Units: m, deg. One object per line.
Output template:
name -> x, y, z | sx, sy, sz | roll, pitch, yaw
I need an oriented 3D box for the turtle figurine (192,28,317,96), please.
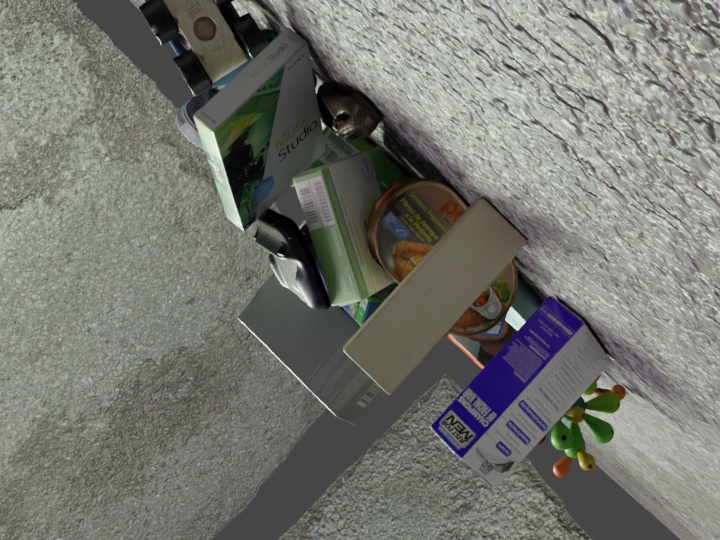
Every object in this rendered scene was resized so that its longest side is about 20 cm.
turtle figurine -> -0.127, -0.229, 1.383 | 0.148, 0.102, 0.199 | 25, 167, -19

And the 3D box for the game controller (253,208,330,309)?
game controller -> -0.077, -0.014, 1.277 | 0.105, 0.042, 0.200 | 58, 172, -15

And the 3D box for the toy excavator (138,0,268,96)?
toy excavator -> -0.195, -0.300, 1.270 | 0.196, 0.099, 0.200 | 58, 178, -15

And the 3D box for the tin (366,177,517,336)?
tin -> 0.089, -0.015, 1.227 | 0.200, 0.112, 0.042 | 45, 179, -25

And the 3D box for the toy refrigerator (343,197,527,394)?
toy refrigerator -> 0.074, 0.027, 1.124 | 0.070, 0.200, 0.076 | 42, 178, 0

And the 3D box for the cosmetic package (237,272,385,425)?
cosmetic package -> -0.051, 0.091, 1.461 | 0.200, 0.107, 0.090 | 44, -178, 26

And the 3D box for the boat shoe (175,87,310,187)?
boat shoe -> -0.121, -0.160, 1.330 | 0.199, 0.068, 0.073 | 24, -140, -42

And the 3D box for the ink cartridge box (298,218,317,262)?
ink cartridge box -> 0.000, 0.000, 1.438 | 0.200, 0.100, 0.039 | 41, 178, -31

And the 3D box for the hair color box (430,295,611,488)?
hair color box -> 0.181, 0.138, 1.272 | 0.065, 0.200, 0.109 | 40, 178, 39

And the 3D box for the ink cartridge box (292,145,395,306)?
ink cartridge box -> 0.013, -0.059, 1.270 | 0.199, 0.047, 0.148 | -28, -78, -54

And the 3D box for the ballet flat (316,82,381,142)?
ballet flat -> -0.023, -0.168, 1.255 | 0.067, 0.046, 0.200 | 45, 178, -17

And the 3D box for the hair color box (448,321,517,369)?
hair color box -> 0.192, 0.090, 1.581 | 0.200, 0.102, 0.061 | 42, 179, 30

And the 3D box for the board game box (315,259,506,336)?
board game box -> 0.058, 0.029, 1.349 | 0.198, 0.035, 0.135 | 5, -158, -33

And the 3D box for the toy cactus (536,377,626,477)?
toy cactus -> 0.237, 0.156, 1.387 | 0.164, 0.103, 0.200 | 40, -144, 8

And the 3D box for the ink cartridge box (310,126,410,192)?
ink cartridge box -> 0.024, -0.097, 1.484 | 0.148, 0.076, 0.200 | 43, -179, 25

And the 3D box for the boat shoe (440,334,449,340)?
boat shoe -> 0.055, 0.021, 1.536 | 0.200, 0.074, 0.069 | 41, -174, -32

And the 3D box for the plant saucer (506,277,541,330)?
plant saucer -> 0.170, 0.018, 1.401 | 0.201, 0.039, 0.201 | 45, 179, 1

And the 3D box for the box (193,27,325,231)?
box -> -0.104, -0.148, 1.235 | 0.036, 0.144, 0.201 | 36, 160, 22
